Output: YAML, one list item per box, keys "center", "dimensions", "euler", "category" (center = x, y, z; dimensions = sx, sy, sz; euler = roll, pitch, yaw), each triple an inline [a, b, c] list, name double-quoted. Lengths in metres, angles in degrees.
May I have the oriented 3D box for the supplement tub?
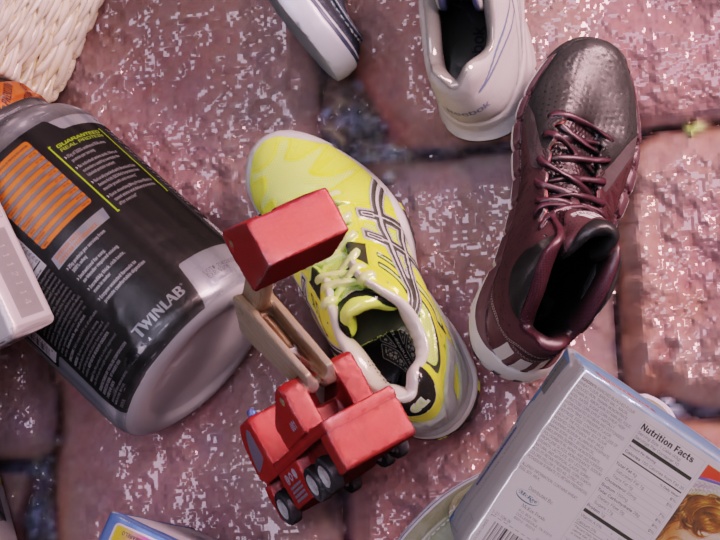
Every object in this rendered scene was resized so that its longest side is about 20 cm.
- center: [-0.157, -0.011, 1.182]
  dimensions: [0.200, 0.123, 0.123]
  euler: [42, 91, 18]
  category: "supplement tub"

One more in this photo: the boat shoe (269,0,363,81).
- center: [-0.033, -0.214, 1.218]
  dimensions: [0.091, 0.071, 0.200]
  euler: [-32, 77, -1]
  category: "boat shoe"

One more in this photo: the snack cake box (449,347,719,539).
- center: [0.160, 0.143, 1.061]
  dimensions: [0.200, 0.067, 0.115]
  euler: [34, 95, -5]
  category: "snack cake box"

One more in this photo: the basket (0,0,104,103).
- center: [-0.242, -0.230, 1.226]
  dimensions: [0.200, 0.161, 0.198]
  euler: [25, 86, 18]
  category: "basket"

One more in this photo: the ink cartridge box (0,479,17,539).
- center: [-0.293, 0.124, 1.209]
  dimensions: [0.145, 0.088, 0.200]
  euler: [-21, 73, 9]
  category: "ink cartridge box"

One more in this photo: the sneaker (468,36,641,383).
- center: [0.121, -0.039, 1.111]
  dimensions: [0.076, 0.116, 0.200]
  euler: [15, 80, -10]
  category: "sneaker"

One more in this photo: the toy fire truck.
- center: [-0.033, 0.050, 1.098]
  dimensions: [0.049, 0.200, 0.141]
  euler: [-26, 82, -22]
  category: "toy fire truck"

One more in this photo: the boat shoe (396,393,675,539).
- center: [0.085, 0.130, 1.126]
  dimensions: [0.200, 0.062, 0.072]
  euler: [-39, 73, 4]
  category: "boat shoe"

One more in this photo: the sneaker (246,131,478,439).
- center: [0.000, 0.000, 1.157]
  dimensions: [0.075, 0.076, 0.200]
  euler: [-36, 74, 5]
  category: "sneaker"

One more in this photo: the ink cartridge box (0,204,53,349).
- center: [-0.285, -0.024, 1.145]
  dimensions: [0.176, 0.045, 0.200]
  euler: [-26, 89, 26]
  category: "ink cartridge box"

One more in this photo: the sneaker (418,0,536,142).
- center: [0.066, -0.178, 1.178]
  dimensions: [0.074, 0.087, 0.200]
  euler: [-8, 76, 14]
  category: "sneaker"

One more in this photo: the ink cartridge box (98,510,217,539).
- center: [-0.121, 0.239, 1.117]
  dimensions: [0.076, 0.136, 0.200]
  euler: [20, 84, 18]
  category: "ink cartridge box"
